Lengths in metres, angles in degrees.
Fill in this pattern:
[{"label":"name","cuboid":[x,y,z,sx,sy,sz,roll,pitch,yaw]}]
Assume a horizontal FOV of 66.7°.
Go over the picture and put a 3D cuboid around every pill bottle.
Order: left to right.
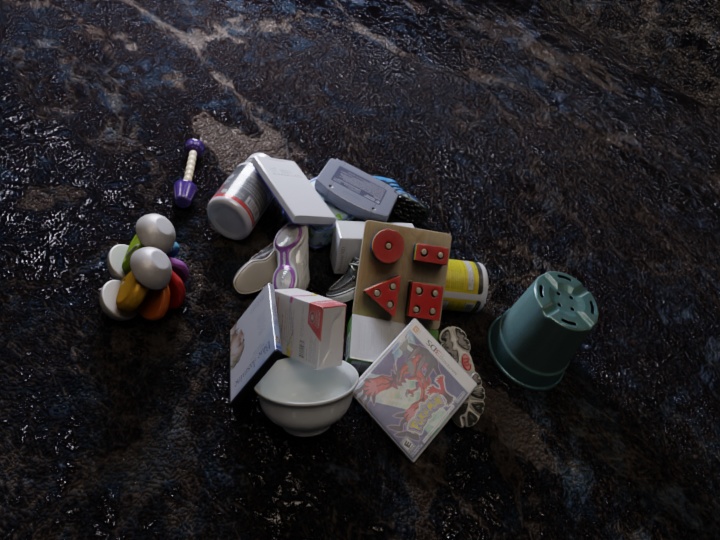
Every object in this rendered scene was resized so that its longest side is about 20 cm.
[{"label":"pill bottle","cuboid":[-0.268,-0.179,1.290,0.112,0.118,0.203,22,48,2]},{"label":"pill bottle","cuboid":[0.185,0.031,1.259,0.192,0.116,0.117,6,49,-13]}]

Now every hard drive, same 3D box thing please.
[{"label":"hard drive","cuboid":[-0.153,-0.183,1.252,0.130,0.026,0.202,-2,48,-49]}]

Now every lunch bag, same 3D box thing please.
[{"label":"lunch bag","cuboid":[-0.086,-0.154,1.348,0.198,0.084,0.161,-32,67,-35]}]

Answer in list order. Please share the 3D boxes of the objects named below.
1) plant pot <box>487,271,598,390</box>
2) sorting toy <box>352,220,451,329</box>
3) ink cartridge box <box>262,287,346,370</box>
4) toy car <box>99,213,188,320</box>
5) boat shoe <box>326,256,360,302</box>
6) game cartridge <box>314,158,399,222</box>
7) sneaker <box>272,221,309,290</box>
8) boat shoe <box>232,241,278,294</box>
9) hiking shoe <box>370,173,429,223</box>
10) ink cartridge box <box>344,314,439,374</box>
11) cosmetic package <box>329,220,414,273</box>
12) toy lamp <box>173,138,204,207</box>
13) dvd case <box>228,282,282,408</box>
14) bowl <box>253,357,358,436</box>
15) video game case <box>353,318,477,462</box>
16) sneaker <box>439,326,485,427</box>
[{"label":"plant pot","cuboid":[0.405,0.123,1.197,0.192,0.199,0.205,8,50,-10]},{"label":"sorting toy","cuboid":[0.091,0.010,1.156,0.191,0.070,0.208,9,89,-4]},{"label":"ink cartridge box","cuboid":[-0.117,0.104,1.067,0.066,0.121,0.196,-3,13,-44]},{"label":"toy car","cuboid":[-0.411,0.006,1.085,0.148,0.173,0.205,30,37,-39]},{"label":"boat shoe","cuboid":[0.000,0.000,1.221,0.197,0.072,0.072,-33,24,-13]},{"label":"game cartridge","cuboid":[-0.010,-0.190,1.324,0.195,0.042,0.134,28,41,1]},{"label":"sneaker","cuboid":[-0.148,-0.017,1.202,0.072,0.100,0.207,-3,62,17]},{"label":"boat shoe","cuboid":[-0.212,-0.010,1.219,0.200,0.056,0.068,-43,108,-34]},{"label":"hiking shoe","cuboid":[0.100,-0.201,1.448,0.195,0.075,0.088,27,49,6]},{"label":"ink cartridge box","cuboid":[0.066,0.167,1.146,0.192,0.060,0.107,11,51,-8]},{"label":"cosmetic package","cuboid":[0.032,-0.052,1.281,0.192,0.104,0.072,0,38,-16]},{"label":"toy lamp","cuboid":[-0.418,-0.236,1.331,0.056,0.059,0.205,6,48,-12]},{"label":"dvd case","cuboid":[-0.199,0.133,1.013,0.017,0.143,0.202,31,21,-30]},{"label":"bowl","cuboid":[-0.098,0.235,0.995,0.193,0.094,0.202,-1,14,0]},{"label":"video game case","cuboid":[0.104,0.230,1.069,0.182,0.023,0.200,44,74,8]},{"label":"sneaker","cuboid":[0.208,0.222,1.141,0.077,0.084,0.207,-5,67,0]}]
